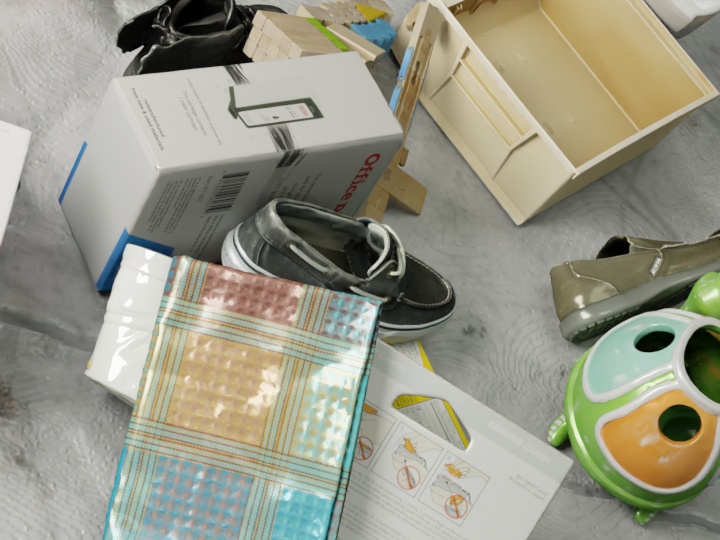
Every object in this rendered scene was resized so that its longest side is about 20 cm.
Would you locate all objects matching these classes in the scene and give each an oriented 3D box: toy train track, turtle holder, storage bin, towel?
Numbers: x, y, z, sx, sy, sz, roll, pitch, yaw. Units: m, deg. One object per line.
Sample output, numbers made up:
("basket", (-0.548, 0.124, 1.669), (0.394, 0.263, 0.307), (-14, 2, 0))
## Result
("toy train track", (0.020, -0.115, 1.323), (0.115, 0.033, 0.200), (34, 69, -50))
("turtle holder", (0.245, 0.092, 1.284), (0.185, 0.132, 0.141), (-22, 73, -37))
("storage bin", (0.160, -0.168, 1.428), (0.200, 0.094, 0.199), (-29, 78, -38))
("towel", (-0.074, 0.101, 1.081), (0.147, 0.022, 0.200), (12, 83, 2))

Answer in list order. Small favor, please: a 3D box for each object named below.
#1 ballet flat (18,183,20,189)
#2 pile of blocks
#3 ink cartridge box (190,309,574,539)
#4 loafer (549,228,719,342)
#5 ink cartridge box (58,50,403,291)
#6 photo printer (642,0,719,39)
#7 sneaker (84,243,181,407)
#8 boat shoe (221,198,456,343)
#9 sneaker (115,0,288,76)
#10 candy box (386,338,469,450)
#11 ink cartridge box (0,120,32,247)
("ballet flat", (-0.316, -0.116, 1.152), (0.200, 0.073, 0.073), (24, 52, -10))
("pile of blocks", (-0.023, -0.165, 1.320), (0.082, 0.062, 0.200), (33, 26, 13))
("ink cartridge box", (0.013, 0.149, 1.123), (0.200, 0.044, 0.174), (32, 83, -7))
("loafer", (0.233, -0.004, 1.376), (0.200, 0.075, 0.070), (-18, 75, -36))
("ink cartridge box", (-0.091, -0.071, 1.194), (0.200, 0.146, 0.084), (-11, 62, -34))
("photo printer", (0.250, -0.281, 1.497), (0.069, 0.200, 0.166), (-38, 91, 0))
("sneaker", (-0.089, 0.071, 1.153), (0.200, 0.074, 0.116), (23, 83, -20))
("boat shoe", (0.000, 0.000, 1.200), (0.200, 0.071, 0.072), (13, 51, -37))
("sneaker", (-0.109, -0.179, 1.280), (0.200, 0.104, 0.060), (-29, 77, -38))
("candy box", (0.002, 0.074, 1.231), (0.102, 0.026, 0.200), (-14, 68, -30))
("ink cartridge box", (-0.272, 0.009, 1.064), (0.068, 0.115, 0.200), (19, 54, -16))
